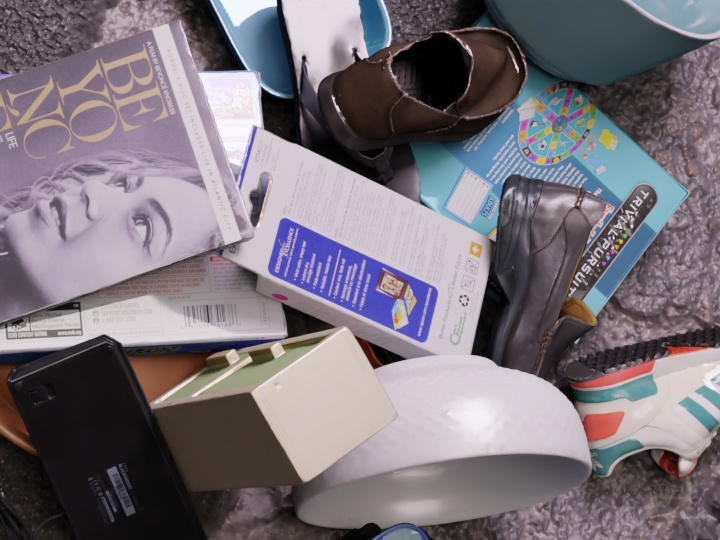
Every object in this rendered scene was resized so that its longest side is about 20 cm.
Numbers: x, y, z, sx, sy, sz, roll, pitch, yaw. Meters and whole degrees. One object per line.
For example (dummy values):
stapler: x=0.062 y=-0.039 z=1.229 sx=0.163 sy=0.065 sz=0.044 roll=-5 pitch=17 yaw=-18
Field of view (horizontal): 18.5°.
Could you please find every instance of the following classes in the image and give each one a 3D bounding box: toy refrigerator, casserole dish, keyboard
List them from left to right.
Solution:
keyboard: x=-0.176 y=0.147 z=1.413 sx=0.126 sy=0.021 sz=0.201 roll=-22 pitch=110 yaw=-4
toy refrigerator: x=-0.062 y=0.085 z=1.357 sx=0.076 sy=0.200 sz=0.070 roll=-34 pitch=97 yaw=-24
casserole dish: x=-0.060 y=-0.208 z=1.567 sx=0.121 sy=0.039 sz=0.201 roll=-27 pitch=87 yaw=-23

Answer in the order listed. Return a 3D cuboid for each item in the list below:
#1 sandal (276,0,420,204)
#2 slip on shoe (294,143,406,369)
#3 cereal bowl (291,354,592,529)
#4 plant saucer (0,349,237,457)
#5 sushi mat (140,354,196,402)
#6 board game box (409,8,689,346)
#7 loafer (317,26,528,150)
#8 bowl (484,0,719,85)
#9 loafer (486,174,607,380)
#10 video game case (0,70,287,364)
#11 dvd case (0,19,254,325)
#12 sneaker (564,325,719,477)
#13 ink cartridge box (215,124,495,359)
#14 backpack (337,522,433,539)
sandal: x=-0.013 y=-0.118 z=1.514 sx=0.076 sy=0.043 sz=0.201 roll=-16 pitch=81 yaw=-18
slip on shoe: x=0.000 y=0.000 z=1.529 sx=0.074 sy=0.061 sz=0.201 roll=-24 pitch=85 yaw=-21
cereal bowl: x=0.050 y=0.108 z=1.450 sx=0.199 sy=0.200 sz=0.084 roll=0 pitch=71 yaw=-20
plant saucer: x=-0.178 y=0.033 z=1.457 sx=0.199 sy=0.037 sz=0.202 roll=5 pitch=75 yaw=-18
sushi mat: x=-0.140 y=0.056 z=1.491 sx=0.095 sy=0.012 sz=0.201 roll=19 pitch=72 yaw=-14
board game box: x=0.116 y=-0.064 z=1.592 sx=0.200 sy=0.047 sz=0.151 roll=43 pitch=69 yaw=-6
loafer: x=0.058 y=-0.126 z=1.492 sx=0.199 sy=0.071 sz=0.073 roll=-24 pitch=87 yaw=-49
bowl: x=0.160 y=-0.213 z=1.587 sx=0.200 sy=0.105 sz=0.202 roll=29 pitch=37 yaw=-25
loafer: x=0.126 y=0.035 z=1.515 sx=0.072 sy=0.073 sz=0.201 roll=6 pitch=116 yaw=8
video game case: x=-0.156 y=-0.036 z=1.437 sx=0.198 sy=0.045 sz=0.183 roll=-2 pitch=79 yaw=-19
dvd case: x=-0.183 y=-0.057 z=1.382 sx=0.199 sy=0.016 sz=0.150 roll=-19 pitch=79 yaw=-5
sneaker: x=0.241 y=0.096 z=1.599 sx=0.198 sy=0.070 sz=0.094 roll=-10 pitch=99 yaw=-23
ink cartridge box: x=-0.005 y=-0.012 z=1.452 sx=0.199 sy=0.037 sz=0.095 roll=26 pitch=67 yaw=-27
backpack: x=0.013 y=0.286 z=1.423 sx=0.182 sy=0.147 sz=0.201 roll=-32 pitch=93 yaw=-20
